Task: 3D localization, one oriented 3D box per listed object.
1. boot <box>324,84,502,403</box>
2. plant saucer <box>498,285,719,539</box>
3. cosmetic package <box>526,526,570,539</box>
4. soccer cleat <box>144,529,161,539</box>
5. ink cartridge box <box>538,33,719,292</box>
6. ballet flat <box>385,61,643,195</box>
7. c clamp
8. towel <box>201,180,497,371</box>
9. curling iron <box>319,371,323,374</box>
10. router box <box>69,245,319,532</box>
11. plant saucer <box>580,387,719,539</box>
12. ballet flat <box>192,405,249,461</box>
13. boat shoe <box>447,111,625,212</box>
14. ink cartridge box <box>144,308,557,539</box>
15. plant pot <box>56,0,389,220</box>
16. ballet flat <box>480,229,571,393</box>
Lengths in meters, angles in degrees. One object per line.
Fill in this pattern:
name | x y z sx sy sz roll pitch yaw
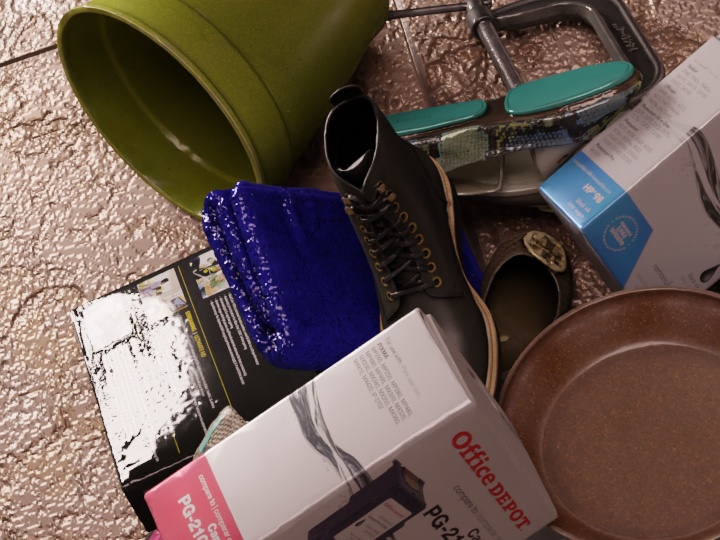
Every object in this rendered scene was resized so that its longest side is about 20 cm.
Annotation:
boot | 0.023 -0.005 1.268 0.077 0.138 0.201 -23 61 12
plant saucer | 0.184 0.099 1.266 0.199 0.037 0.201 -9 49 10
cosmetic package | 0.131 0.214 1.303 0.082 0.051 0.201 24 71 21
soccer cleat | -0.070 0.173 1.360 0.086 0.070 0.200 39 77 27
ink cartridge box | 0.233 -0.070 1.356 0.200 0.116 0.067 -41 36 1
ballet flat | 0.102 -0.091 1.383 0.198 0.074 0.075 -11 61 18
c clamp | 0.126 -0.156 1.473 0.170 0.027 0.200 -15 36 -10
towel | 0.000 0.000 1.374 0.199 0.050 0.148 0 51 -39
curling iron | 0.024 0.080 1.401 0.199 0.050 0.026 11 50 22
router box | -0.109 0.070 1.391 0.148 0.051 0.200 -25 39 -1
plant saucer | 0.230 0.112 1.307 0.198 0.028 0.201 -1 45 1
ballet flat | -0.013 0.132 1.303 0.076 0.199 0.068 -66 29 6
boat shoe | 0.138 -0.072 1.439 0.200 0.060 0.073 -4 57 11
ink cartridge box | -0.002 0.138 1.195 0.199 0.145 0.085 -34 47 4
plant pot | -0.084 -0.168 1.480 0.200 0.201 0.193 33 63 25
ballet flat | 0.100 0.035 1.358 0.067 0.046 0.200 33 47 2
